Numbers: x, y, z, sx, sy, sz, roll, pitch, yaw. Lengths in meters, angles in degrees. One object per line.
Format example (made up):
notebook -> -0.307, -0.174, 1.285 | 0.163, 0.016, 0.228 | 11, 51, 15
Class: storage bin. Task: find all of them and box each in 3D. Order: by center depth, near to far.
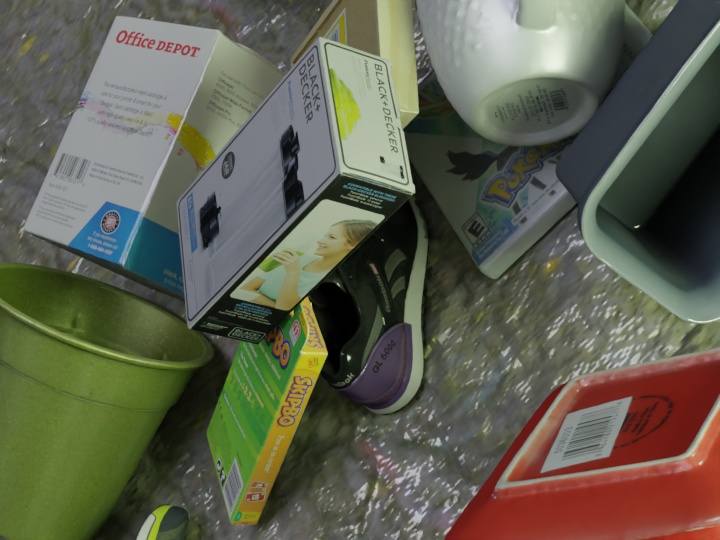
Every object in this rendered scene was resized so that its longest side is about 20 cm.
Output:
storage bin -> 0.222, -0.084, 1.017 | 0.200, 0.145, 0.134 | -53, 18, 9

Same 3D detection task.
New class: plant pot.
plant pot -> -0.242, 0.120, 1.300 | 0.200, 0.199, 0.191 | 31, 105, 45

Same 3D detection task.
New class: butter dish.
butter dish -> 0.181, 0.145, 0.933 | 0.199, 0.148, 0.200 | -14, 19, 36

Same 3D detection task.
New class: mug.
mug -> 0.109, -0.195, 1.085 | 0.147, 0.200, 0.176 | -5, 63, 0

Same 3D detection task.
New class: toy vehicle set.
toy vehicle set -> -0.009, -0.139, 1.189 | 0.200, 0.026, 0.125 | 141, 130, -64

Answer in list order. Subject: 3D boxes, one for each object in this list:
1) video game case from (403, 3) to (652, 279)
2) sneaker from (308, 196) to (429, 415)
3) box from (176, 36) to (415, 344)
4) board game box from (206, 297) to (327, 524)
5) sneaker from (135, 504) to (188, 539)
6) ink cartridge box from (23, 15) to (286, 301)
video game case -> 0.126, -0.122, 1.184 | 0.200, 0.022, 0.183 | -45, 47, 17
sneaker -> 0.000, 0.000, 1.190 | 0.075, 0.087, 0.201 | -24, 55, 31
box -> -0.050, -0.051, 1.096 | 0.200, 0.060, 0.117 | -42, 45, 41
board game box -> -0.070, 0.086, 1.187 | 0.096, 0.030, 0.201 | -112, 32, -44
sneaker -> -0.137, 0.264, 1.205 | 0.201, 0.080, 0.074 | -92, 11, -45
ink cartridge box -> -0.148, -0.086, 1.321 | 0.147, 0.144, 0.201 | 18, 83, 45
